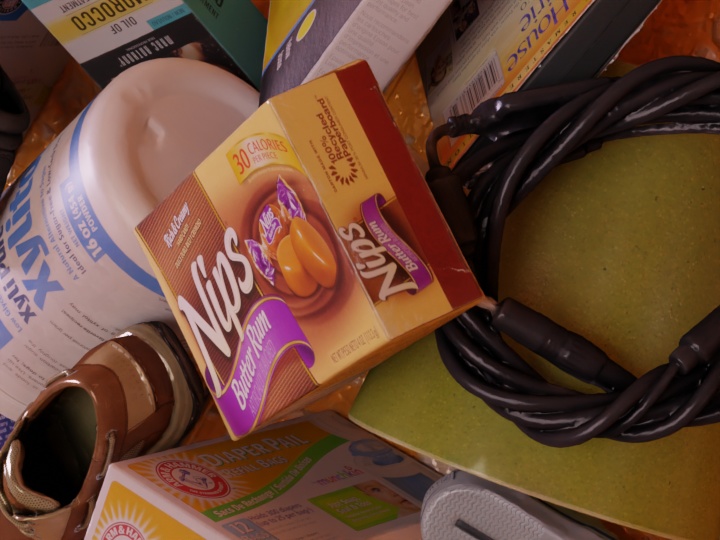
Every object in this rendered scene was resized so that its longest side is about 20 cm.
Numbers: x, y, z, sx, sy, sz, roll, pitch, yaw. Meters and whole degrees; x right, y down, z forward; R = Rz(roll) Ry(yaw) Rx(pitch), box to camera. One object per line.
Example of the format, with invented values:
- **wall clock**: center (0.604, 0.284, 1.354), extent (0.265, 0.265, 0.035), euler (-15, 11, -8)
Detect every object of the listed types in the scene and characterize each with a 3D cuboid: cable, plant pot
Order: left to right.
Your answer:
- **plant pot**: center (0.113, 0.005, 1.264), extent (0.187, 0.187, 0.201), euler (19, 91, 29)
- **cable**: center (0.129, -0.009, 1.161), extent (0.199, 0.051, 0.164), euler (-8, 78, -1)

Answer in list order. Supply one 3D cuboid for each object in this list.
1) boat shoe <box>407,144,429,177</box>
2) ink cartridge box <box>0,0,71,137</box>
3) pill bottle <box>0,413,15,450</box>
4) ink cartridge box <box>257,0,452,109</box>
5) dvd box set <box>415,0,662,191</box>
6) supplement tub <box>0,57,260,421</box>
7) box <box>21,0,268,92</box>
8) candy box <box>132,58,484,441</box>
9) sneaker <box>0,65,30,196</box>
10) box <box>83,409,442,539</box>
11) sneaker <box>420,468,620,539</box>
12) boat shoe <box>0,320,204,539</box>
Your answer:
- **boat shoe**: center (-0.002, -0.002, 1.322), extent (0.072, 0.060, 0.202), euler (43, 161, 13)
- **ink cartridge box**: center (-0.229, -0.113, 1.486), extent (0.067, 0.116, 0.200), euler (44, 115, 20)
- **pill bottle**: center (-0.208, 0.088, 1.498), extent (0.112, 0.112, 0.201), euler (-21, 84, 32)
- **ink cartridge box**: center (0.020, -0.168, 1.287), extent (0.047, 0.198, 0.200), euler (29, 118, -14)
- **dvd box set**: center (0.079, -0.146, 1.265), extent (0.146, 0.029, 0.200), euler (-50, 28, 26)
- **supplement tub**: center (-0.126, -0.011, 1.395), extent (0.200, 0.132, 0.132), euler (-39, 74, 46)
- **box**: center (-0.123, -0.147, 1.385), extent (0.082, 0.049, 0.200), euler (-21, 126, 32)
- **candy box**: center (-0.029, -0.005, 1.198), extent (0.117, 0.056, 0.200), euler (64, 152, 4)
- **sneaker**: center (-0.248, -0.096, 1.397), extent (0.200, 0.071, 0.099), euler (38, 103, 25)
- **box**: center (-0.044, 0.151, 1.349), extent (0.112, 0.200, 0.102), euler (29, 110, 27)
- **sneaker**: center (0.122, 0.156, 1.326), extent (0.200, 0.071, 0.073), euler (37, 110, 1)
- **boat shoe**: center (-0.155, 0.098, 1.353), extent (0.076, 0.074, 0.200), euler (52, 134, 17)
